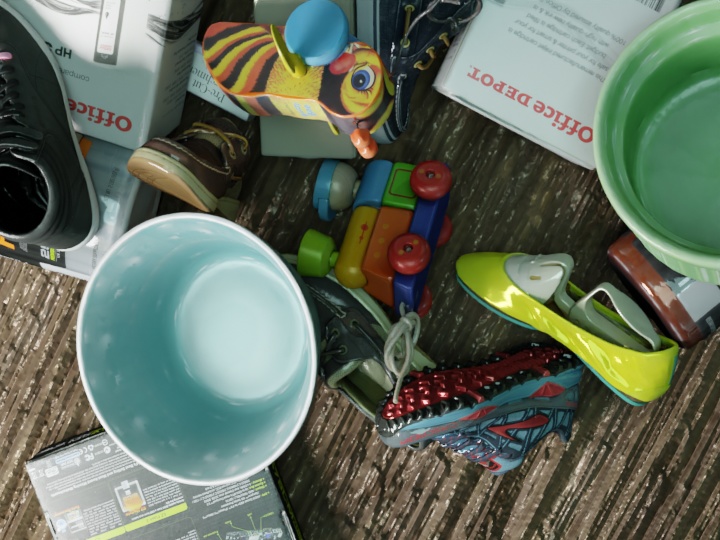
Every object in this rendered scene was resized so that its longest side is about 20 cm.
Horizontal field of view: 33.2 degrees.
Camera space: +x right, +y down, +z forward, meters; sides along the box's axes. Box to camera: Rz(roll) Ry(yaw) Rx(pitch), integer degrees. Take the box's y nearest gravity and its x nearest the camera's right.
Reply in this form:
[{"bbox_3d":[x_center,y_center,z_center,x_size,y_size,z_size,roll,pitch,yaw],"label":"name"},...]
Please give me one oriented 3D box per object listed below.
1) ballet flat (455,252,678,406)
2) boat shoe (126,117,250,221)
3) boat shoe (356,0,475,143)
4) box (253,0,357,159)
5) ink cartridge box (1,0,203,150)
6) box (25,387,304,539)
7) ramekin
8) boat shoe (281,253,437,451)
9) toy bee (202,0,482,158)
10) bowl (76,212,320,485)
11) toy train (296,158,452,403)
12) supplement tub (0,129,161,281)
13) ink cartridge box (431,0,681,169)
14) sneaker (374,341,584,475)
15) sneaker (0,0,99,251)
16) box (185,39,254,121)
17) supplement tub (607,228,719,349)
[{"bbox_3d":[0.169,0.027,0.970,0.199,0.067,0.068,36,129,16],"label":"ballet flat"},{"bbox_3d":[-0.121,-0.086,0.924,0.071,0.200,0.073,26,89,9],"label":"boat shoe"},{"bbox_3d":[0.045,-0.183,0.928,0.089,0.071,0.202,5,131,10],"label":"boat shoe"},{"bbox_3d":[-0.039,-0.193,0.939,0.081,0.069,0.203,3,118,5],"label":"box"},{"bbox_3d":[-0.198,-0.210,0.917,0.144,0.084,0.203,17,115,4],"label":"ink cartridge box"},{"bbox_3d":[-0.159,0.215,1.032,0.197,0.048,0.196,-21,97,3],"label":"box"},{"bbox_3d":[0.271,-0.086,0.873,0.197,0.098,0.204,-5,73,17],"label":"ramekin"},{"bbox_3d":[-0.007,0.068,0.991,0.200,0.066,0.072,41,131,-5],"label":"boat shoe"},{"bbox_3d":[-0.022,-0.135,0.855,0.198,0.130,0.111,-12,67,36],"label":"toy bee"},{"bbox_3d":[-0.109,0.054,0.939,0.197,0.105,0.205,2,96,17],"label":"bowl"},{"bbox_3d":[0.000,0.000,0.952,0.114,0.085,0.202,11,60,12],"label":"toy train"},{"bbox_3d":[-0.267,-0.069,0.968,0.197,0.123,0.125,15,96,1],"label":"supplement tub"},{"bbox_3d":[0.161,-0.202,0.954,0.144,0.084,0.202,26,96,-7],"label":"ink cartridge box"},{"bbox_3d":[0.102,0.124,0.966,0.197,0.079,0.097,-10,106,-29],"label":"sneaker"},{"bbox_3d":[-0.248,-0.107,0.853,0.070,0.099,0.203,-21,94,5],"label":"sneaker"},{"bbox_3d":[-0.170,-0.185,0.994,0.198,0.039,0.042,28,99,-1],"label":"box"},{"bbox_3d":[0.301,-0.037,0.960,0.199,0.107,0.107,-40,93,6],"label":"supplement tub"}]
